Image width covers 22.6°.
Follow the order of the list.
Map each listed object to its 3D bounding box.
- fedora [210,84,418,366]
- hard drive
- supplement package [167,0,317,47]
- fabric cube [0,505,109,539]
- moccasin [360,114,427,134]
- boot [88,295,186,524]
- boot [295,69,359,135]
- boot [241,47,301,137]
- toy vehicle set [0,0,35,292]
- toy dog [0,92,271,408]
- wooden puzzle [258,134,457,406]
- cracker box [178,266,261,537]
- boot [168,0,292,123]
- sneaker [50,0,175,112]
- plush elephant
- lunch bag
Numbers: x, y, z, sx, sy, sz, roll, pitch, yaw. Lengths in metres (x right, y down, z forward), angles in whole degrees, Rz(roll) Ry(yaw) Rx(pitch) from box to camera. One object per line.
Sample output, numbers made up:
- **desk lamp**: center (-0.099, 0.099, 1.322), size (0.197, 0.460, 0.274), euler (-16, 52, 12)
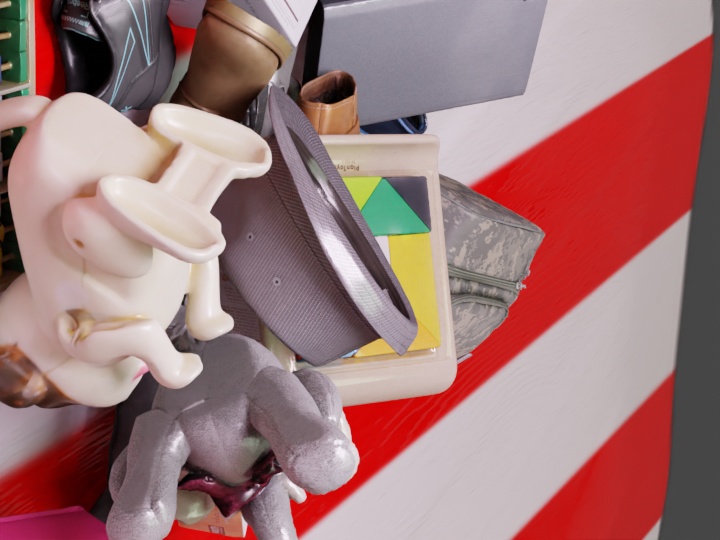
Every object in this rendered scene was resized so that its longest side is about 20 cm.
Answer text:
- **fedora**: center (-0.043, -0.015, 1.218), size (0.201, 0.090, 0.177), euler (60, 7, 8)
- **hard drive**: center (0.051, -0.184, 1.464), size (0.198, 0.033, 0.140), euler (-12, 142, -18)
- **supplement package**: center (-0.071, -0.279, 1.278), size (0.201, 0.109, 0.114), euler (-67, 152, -18)
- **fabric cube**: center (-0.210, 0.277, 1.104), size (0.199, 0.199, 0.198), euler (-3, 107, -41)
- **moccasin**: center (0.015, -0.193, 1.534), size (0.081, 0.068, 0.200), euler (-63, 149, -25)
- **boot**: center (-0.157, 0.115, 1.304), size (0.182, 0.072, 0.202), euler (-98, -155, -81)
- **boot**: center (-0.029, -0.084, 1.440), size (0.200, 0.076, 0.157), euler (-63, 156, -69)
- **boot**: center (-0.074, -0.162, 1.402), size (0.131, 0.067, 0.202), euler (39, 67, -74)
- **toy vehicle set**: center (-0.249, -0.076, 1.113), size (0.124, 0.026, 0.202), euler (-30, 128, -56)
- **toy dog**: center (-0.168, 0.004, 1.112), size (0.140, 0.192, 0.201), euler (-80, -168, -54)
- **wooden puzzle**: center (0.000, 0.000, 1.338), size (0.184, 0.037, 0.202), euler (-4, 92, -40)
- **cracker box**: center (-0.096, 0.087, 1.366), size (0.134, 0.057, 0.202), euler (97, 3, -69)
- **boot**: center (-0.122, -0.074, 1.229), size (0.201, 0.066, 0.175), euler (-62, 180, -8)
- **sneaker**: center (-0.160, -0.196, 1.182), size (0.079, 0.075, 0.202), euler (-30, 127, -53)
- **plush elephant**: center (-0.078, 0.127, 1.195), size (0.201, 0.164, 0.155), euler (-111, 176, -47)
- **lunch bag**: center (0.060, 0.003, 1.653), size (0.169, 0.139, 0.200), euler (-62, 154, 8)
